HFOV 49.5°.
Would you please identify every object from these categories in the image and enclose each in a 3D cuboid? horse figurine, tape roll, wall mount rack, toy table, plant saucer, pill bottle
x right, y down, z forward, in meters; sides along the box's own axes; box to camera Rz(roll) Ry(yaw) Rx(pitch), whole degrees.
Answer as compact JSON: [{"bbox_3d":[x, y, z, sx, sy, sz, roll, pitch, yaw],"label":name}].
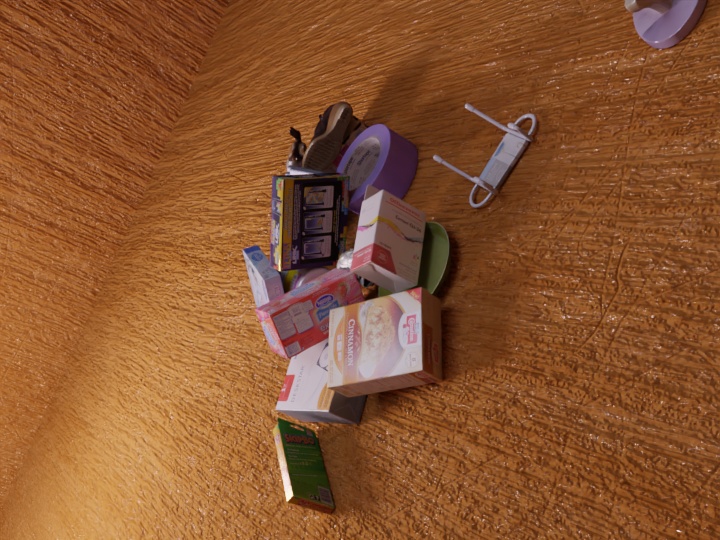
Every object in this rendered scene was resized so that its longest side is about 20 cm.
[{"bbox_3d":[-0.164,-0.258,1.917,0.133,0.050,0.201,-92,13,-67],"label":"horse figurine"},{"bbox_3d":[0.031,-0.220,1.750,0.200,0.085,0.200,-36,39,37],"label":"tape roll"},{"bbox_3d":[0.230,-0.225,1.456,0.200,0.074,0.174,-58,30,7],"label":"wall mount rack"},{"bbox_3d":[0.464,-0.464,1.243,0.184,0.117,0.200,-33,42,41],"label":"toy table"},{"bbox_3d":[0.110,0.003,1.505,0.200,0.031,0.200,-37,38,36],"label":"plant saucer"},{"bbox_3d":[-0.132,0.023,1.790,0.104,0.104,0.200,-63,30,0],"label":"pill bottle"}]

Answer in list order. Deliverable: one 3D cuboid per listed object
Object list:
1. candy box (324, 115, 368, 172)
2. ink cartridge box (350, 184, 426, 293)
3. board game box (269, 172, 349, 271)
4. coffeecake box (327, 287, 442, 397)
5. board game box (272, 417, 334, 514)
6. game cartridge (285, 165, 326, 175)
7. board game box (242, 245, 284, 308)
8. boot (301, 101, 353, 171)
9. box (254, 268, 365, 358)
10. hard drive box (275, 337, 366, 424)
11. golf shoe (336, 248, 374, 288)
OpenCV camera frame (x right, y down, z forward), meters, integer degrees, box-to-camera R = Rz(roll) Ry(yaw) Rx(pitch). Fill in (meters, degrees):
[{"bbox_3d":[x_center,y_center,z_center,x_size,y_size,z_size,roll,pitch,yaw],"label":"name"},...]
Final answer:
[{"bbox_3d":[-0.064,-0.296,1.954,0.200,0.061,0.136,-49,31,6],"label":"candy box"},{"bbox_3d":[0.058,-0.072,1.497,0.067,0.116,0.200,-26,46,47],"label":"ink cartridge box"},{"bbox_3d":[-0.109,-0.106,1.682,0.057,0.165,0.201,26,117,53],"label":"board game box"},{"bbox_3d":[0.042,0.131,1.397,0.200,0.073,0.154,-15,60,31],"label":"coffeecake box"},{"bbox_3d":[-0.112,0.369,1.492,0.030,0.095,0.200,-50,32,22],"label":"board game box"},{"bbox_3d":[-0.115,-0.139,1.835,0.133,0.040,0.201,19,120,41],"label":"game cartridge"},{"bbox_3d":[-0.211,0.068,1.816,0.199,0.043,0.200,-134,30,-59],"label":"board game box"},{"bbox_3d":[-0.088,-0.323,1.915,0.200,0.072,0.166,-57,19,0],"label":"boot"},{"bbox_3d":[-0.097,0.083,1.575,0.200,0.103,0.095,-28,17,-22],"label":"box"},{"bbox_3d":[-0.069,0.220,1.564,0.200,0.077,0.156,-14,55,53],"label":"hard drive box"},{"bbox_3d":[0.000,0.000,1.600,0.200,0.078,0.097,130,154,-52],"label":"golf shoe"}]
